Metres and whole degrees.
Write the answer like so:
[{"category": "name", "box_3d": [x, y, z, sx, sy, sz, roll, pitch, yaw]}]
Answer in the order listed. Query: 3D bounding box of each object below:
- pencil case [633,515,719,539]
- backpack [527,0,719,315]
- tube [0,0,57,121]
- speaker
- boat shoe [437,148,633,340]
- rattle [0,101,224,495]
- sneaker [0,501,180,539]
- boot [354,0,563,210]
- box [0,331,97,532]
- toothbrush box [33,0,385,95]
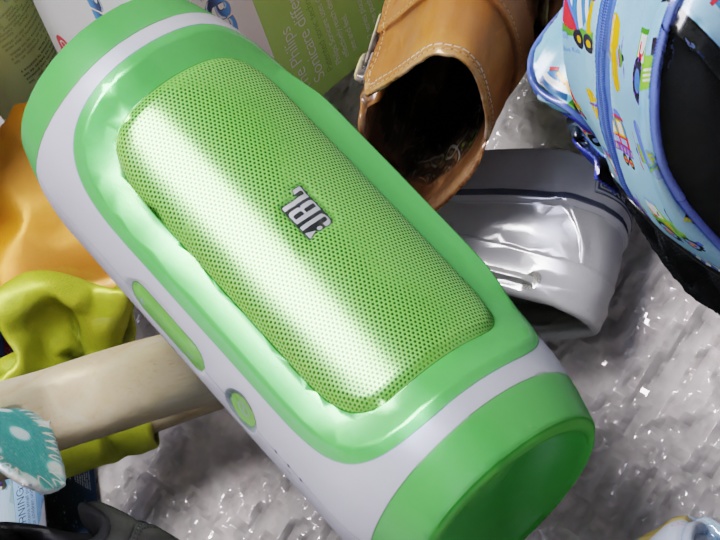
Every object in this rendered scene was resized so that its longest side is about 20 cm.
[{"category": "pencil case", "box_3d": [0.038, 0.146, 0.779, 0.199, 0.083, 0.091, -24, 41, 24]}, {"category": "backpack", "box_3d": [0.136, -0.083, 0.752, 0.183, 0.200, 0.134, -52, 49, 2]}, {"category": "tube", "box_3d": [-0.135, -0.094, 0.957, 0.058, 0.200, 0.052, -38, 63, -1]}, {"category": "speaker", "box_3d": [-0.019, 0.004, 0.780, 0.088, 0.088, 0.200, -46, 67, 6]}, {"category": "boat shoe", "box_3d": [0.000, 0.000, 0.889, 0.199, 0.074, 0.066, -7, 58, 34]}, {"category": "rattle", "box_3d": [-0.118, 0.010, 0.827, 0.130, 0.200, 0.144, -2, 91, 27]}, {"category": "sneaker", "box_3d": [-0.119, 0.126, 0.828, 0.200, 0.091, 0.076, -30, 30, 34]}, {"category": "boot", "box_3d": [0.042, -0.127, 0.809, 0.076, 0.200, 0.156, 21, 52, 4]}, {"category": "box", "box_3d": [-0.162, 0.135, 0.957, 0.136, 0.038, 0.201, -26, 54, 22]}, {"category": "toothbrush box", "box_3d": [-0.029, -0.155, 0.902, 0.200, 0.146, 0.086, -43, 45, -22]}]
